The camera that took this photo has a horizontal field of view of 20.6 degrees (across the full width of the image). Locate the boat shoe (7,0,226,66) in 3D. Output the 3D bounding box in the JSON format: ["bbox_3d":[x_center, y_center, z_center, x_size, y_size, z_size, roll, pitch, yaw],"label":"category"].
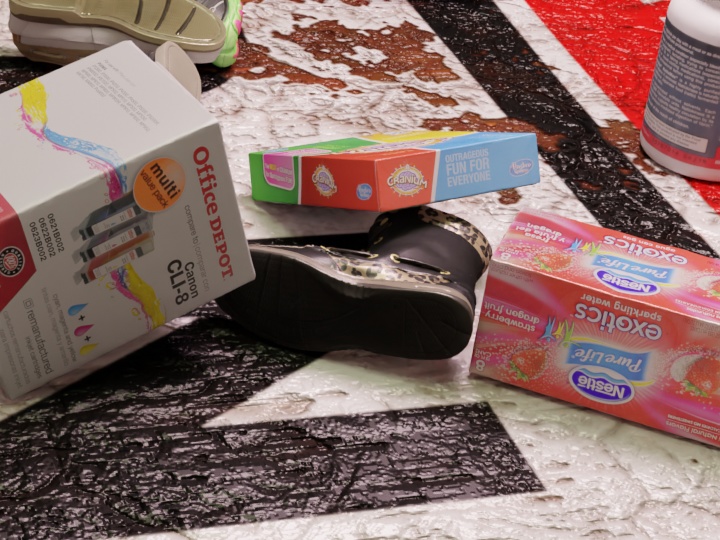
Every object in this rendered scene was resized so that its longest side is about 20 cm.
[{"bbox_3d":[-0.219,-0.214,1.799,0.199,0.069,0.075,12,42,5],"label":"boat shoe"}]

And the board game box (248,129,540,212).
[{"bbox_3d":[0.024,-0.082,1.587,0.153,0.040,0.200,-11,10,-31],"label":"board game box"}]

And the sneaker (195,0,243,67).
[{"bbox_3d":[-0.161,-0.263,1.896,0.084,0.077,0.200,5,29,-14],"label":"sneaker"}]

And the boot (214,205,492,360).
[{"bbox_3d":[0.000,0.000,1.487,0.199,0.073,0.151,8,25,13],"label":"boot"}]

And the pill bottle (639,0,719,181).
[{"bbox_3d":[0.326,-0.192,1.774,0.119,0.200,0.120,6,30,-3],"label":"pill bottle"}]

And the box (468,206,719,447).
[{"bbox_3d":[0.190,0.040,1.438,0.200,0.103,0.095,17,31,12],"label":"box"}]

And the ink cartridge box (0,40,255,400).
[{"bbox_3d":[-0.199,-0.039,1.378,0.200,0.146,0.145,-28,41,-20],"label":"ink cartridge box"}]

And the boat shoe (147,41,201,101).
[{"bbox_3d":[-0.180,-0.122,1.686,0.063,0.073,0.200,-30,28,21],"label":"boat shoe"}]
